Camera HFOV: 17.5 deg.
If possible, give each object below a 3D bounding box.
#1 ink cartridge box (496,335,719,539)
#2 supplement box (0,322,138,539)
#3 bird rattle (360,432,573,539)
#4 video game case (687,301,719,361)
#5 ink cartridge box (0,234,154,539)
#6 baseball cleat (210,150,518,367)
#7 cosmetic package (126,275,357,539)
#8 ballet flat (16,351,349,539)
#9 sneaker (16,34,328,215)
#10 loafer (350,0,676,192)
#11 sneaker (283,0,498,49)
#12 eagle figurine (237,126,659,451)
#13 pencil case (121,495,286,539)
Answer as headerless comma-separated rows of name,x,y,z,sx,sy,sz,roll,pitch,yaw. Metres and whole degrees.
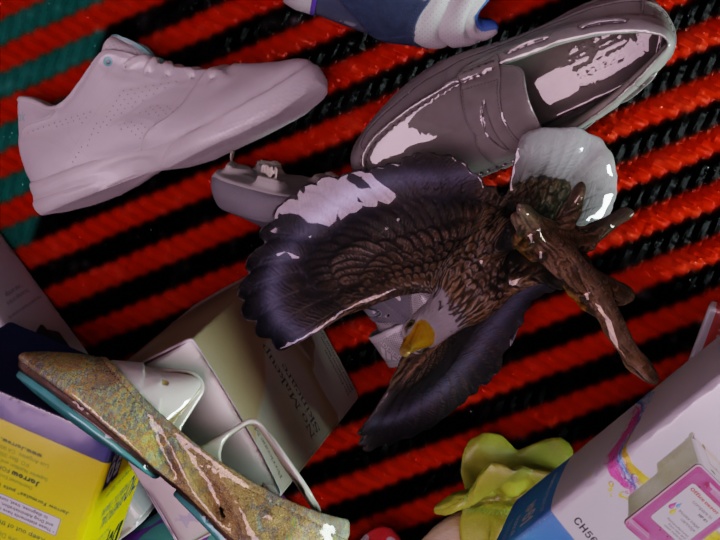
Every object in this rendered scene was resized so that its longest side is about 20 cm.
ink cartridge box,0.190,0.132,1.220,0.200,0.085,0.145,-42,91,20
supplement box,-0.202,0.151,1.349,0.109,0.109,0.201,22,107,6
bird rattle,0.065,0.195,1.375,0.200,0.113,0.163,-44,77,15
video game case,0.275,0.118,1.372,0.198,0.017,0.144,20,107,7
ink cartridge box,-0.233,0.100,1.444,0.145,0.083,0.201,-35,94,17
baseball cleat,0.000,0.000,1.377,0.198,0.070,0.107,15,106,9
cosmetic package,-0.073,0.072,1.341,0.071,0.200,0.106,-28,97,17
ballet flat,-0.087,0.092,1.217,0.200,0.071,0.071,40,108,1
sneaker,-0.119,-0.103,1.383,0.198,0.075,0.089,-19,87,17
loafer,0.085,-0.096,1.315,0.199,0.070,0.070,-30,106,5
sneaker,0.044,-0.226,1.316,0.145,0.081,0.202,13,102,0
eagle figurine,0.048,0.010,1.291,0.199,0.150,0.153,-18,78,47
pencil case,-0.128,0.208,1.444,0.199,0.093,0.085,-36,136,19
